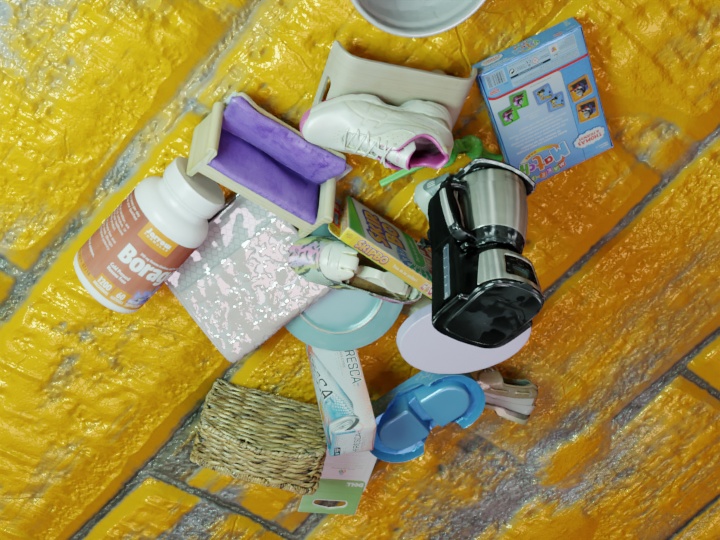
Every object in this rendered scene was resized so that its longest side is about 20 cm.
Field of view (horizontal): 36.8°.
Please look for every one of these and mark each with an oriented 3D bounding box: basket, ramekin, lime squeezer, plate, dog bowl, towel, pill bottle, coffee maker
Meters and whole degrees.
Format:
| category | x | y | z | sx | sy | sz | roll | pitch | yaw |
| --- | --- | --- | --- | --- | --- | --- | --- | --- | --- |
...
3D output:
| category | x | y | z | sx | sy | sz | roll | pitch | yaw |
| --- | --- | --- | --- | --- | --- | --- | --- | --- | --- |
| basket | -0.153 | 0.280 | 1.622 | 0.198 | 0.143 | 0.150 | 16 | 120 | -4 |
| ramekin | 0.063 | -0.386 | 1.265 | 0.197 | 0.105 | 0.202 | -7 | 126 | -10 |
| lime squeezer | 0.120 | -0.153 | 1.450 | 0.198 | 0.070 | 0.038 | -15 | 86 | -27 |
| plate | -0.032 | 0.021 | 1.526 | 0.197 | 0.026 | 0.203 | 0 | 104 | 0 |
| dog bowl | 0.094 | 0.211 | 1.645 | 0.199 | 0.050 | 0.112 | -33 | 123 | 14 |
| towel | -0.159 | 0.003 | 1.487 | 0.199 | 0.032 | 0.192 | -36 | 106 | 12 |
| pill bottle | -0.270 | -0.048 | 1.404 | 0.112 | 0.113 | 0.200 | 34 | 111 | -32 |
| coffee maker | 0.151 | -0.007 | 1.382 | 0.133 | 0.202 | 0.193 | 6 | 144 | -7 |

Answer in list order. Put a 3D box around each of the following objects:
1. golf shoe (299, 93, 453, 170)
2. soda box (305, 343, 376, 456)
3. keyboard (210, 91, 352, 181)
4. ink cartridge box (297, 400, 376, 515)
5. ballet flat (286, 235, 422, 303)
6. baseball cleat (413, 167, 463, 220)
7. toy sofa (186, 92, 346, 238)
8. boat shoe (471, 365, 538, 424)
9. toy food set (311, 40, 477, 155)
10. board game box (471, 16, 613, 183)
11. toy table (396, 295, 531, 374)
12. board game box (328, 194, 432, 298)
| category | x | y | z | sx | sy | sz | roll | pitch | yaw |
| --- | --- | --- | --- | --- | --- | --- | --- | --- | --- |
| golf shoe | 0.024 | -0.169 | 1.353 | 0.197 | 0.092 | 0.076 | -1 | 137 | -9 |
| soda box | -0.031 | 0.164 | 1.562 | 0.067 | 0.201 | 0.064 | -7 | 139 | -11 |
| keyboard | -0.101 | -0.168 | 1.422 | 0.199 | 0.011 | 0.056 | 31 | 141 | -30 |
| ink cartridge box | -0.034 | 0.301 | 1.747 | 0.103 | 0.060 | 0.202 | 7 | 122 | -19 |
| ballet flat | 0.000 | 0.000 | 1.458 | 0.198 | 0.071 | 0.070 | 19 | 85 | -24 |
| baseball cleat | 0.165 | -0.078 | 1.501 | 0.106 | 0.071 | 0.199 | -22 | 149 | 38 |
| toy sofa | -0.116 | -0.133 | 1.389 | 0.199 | 0.084 | 0.097 | 29 | 138 | -30 |
| boat shoe | 0.195 | 0.181 | 1.726 | 0.198 | 0.075 | 0.069 | 22 | 97 | -26 |
| toy food set | 0.040 | -0.220 | 1.413 | 0.198 | 0.061 | 0.144 | 7 | 133 | -18 |
| board game box | 0.250 | -0.221 | 1.474 | 0.150 | 0.037 | 0.201 | -25 | 126 | 2 |
| toy table | 0.139 | 0.064 | 1.594 | 0.198 | 0.118 | 0.185 | 6 | 122 | -20 |
| board game box | 0.042 | -0.031 | 1.470 | 0.199 | 0.096 | 0.030 | 30 | 116 | -17 |
